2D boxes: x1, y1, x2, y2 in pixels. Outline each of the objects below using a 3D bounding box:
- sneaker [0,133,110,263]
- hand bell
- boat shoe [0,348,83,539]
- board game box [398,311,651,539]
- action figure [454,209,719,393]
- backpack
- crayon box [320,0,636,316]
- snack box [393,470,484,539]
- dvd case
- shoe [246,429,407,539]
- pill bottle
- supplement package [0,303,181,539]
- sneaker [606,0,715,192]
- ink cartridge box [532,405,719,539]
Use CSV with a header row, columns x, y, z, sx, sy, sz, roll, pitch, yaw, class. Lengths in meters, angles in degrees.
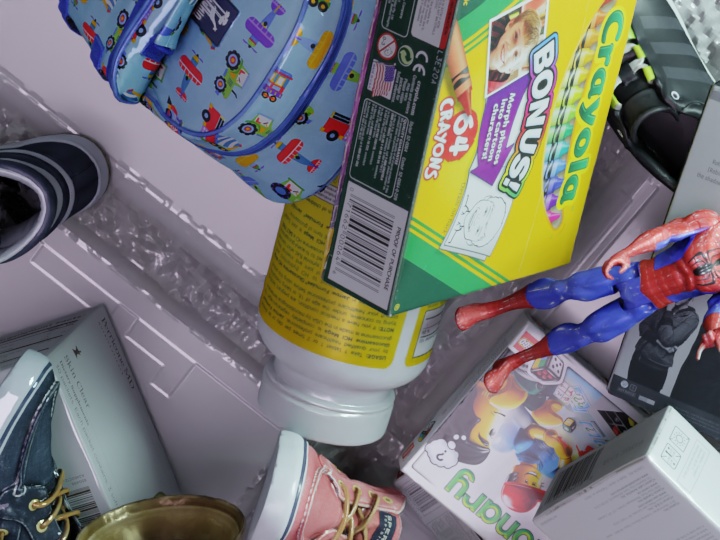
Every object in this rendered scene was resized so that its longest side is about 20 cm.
x,y,z,sx,sy,sz,roll,pitch,yaw,class
-0.266,-0.034,1.246,0.199,0.109,0.070,-15,103,15,sneaker
-0.108,0.250,1.205,0.103,0.104,0.201,-3,108,12,hand bell
-0.198,0.144,1.196,0.091,0.071,0.201,25,118,2,boat shoe
0.140,0.138,1.244,0.200,0.035,0.126,39,98,-6,board game box
0.142,0.021,1.099,0.199,0.099,0.066,-23,97,27,action figure
-0.064,-0.145,1.113,0.134,0.200,0.183,18,118,-41,backpack
0.071,-0.089,1.078,0.058,0.172,0.201,28,117,34,crayon box
0.110,0.195,1.290,0.072,0.024,0.200,-35,98,17,snack box
0.239,0.010,1.116,0.150,0.025,0.201,23,115,16,dvd case
-0.017,0.148,1.218,0.091,0.200,0.072,18,83,1,shoe
0.000,0.000,1.203,0.112,0.112,0.201,17,109,5,pill bottle
-0.215,0.149,1.292,0.155,0.111,0.201,-17,104,16,supplement package
0.169,-0.114,1.150,0.072,0.083,0.200,-39,97,19,sneaker
0.212,0.182,1.183,0.200,0.050,0.109,43,136,-9,ink cartridge box
